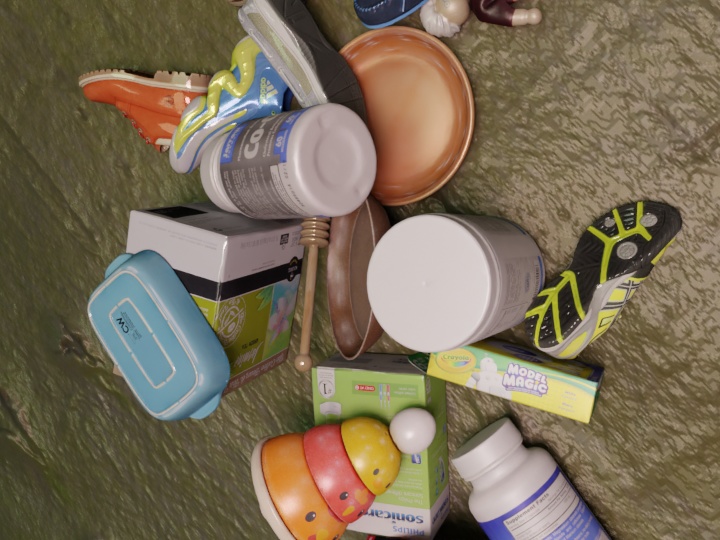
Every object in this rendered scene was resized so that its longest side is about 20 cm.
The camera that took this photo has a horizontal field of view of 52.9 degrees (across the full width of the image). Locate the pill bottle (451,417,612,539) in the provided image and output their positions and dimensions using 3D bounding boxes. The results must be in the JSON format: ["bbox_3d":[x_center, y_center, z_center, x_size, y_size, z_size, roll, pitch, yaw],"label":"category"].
[{"bbox_3d":[0.191,0.270,0.804,0.112,0.112,0.201,-40,81,23],"label":"pill bottle"}]

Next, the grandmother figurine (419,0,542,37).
[{"bbox_3d":[0.153,-0.308,0.760,0.198,0.061,0.122,-22,57,21],"label":"grandmother figurine"}]

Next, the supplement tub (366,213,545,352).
[{"bbox_3d":[0.105,0.008,0.746,0.131,0.199,0.134,1,92,29],"label":"supplement tub"}]

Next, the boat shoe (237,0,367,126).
[{"bbox_3d":[-0.063,-0.225,0.817,0.065,0.074,0.203,-28,101,40],"label":"boat shoe"}]

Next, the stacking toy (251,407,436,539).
[{"bbox_3d":[-0.007,0.208,0.793,0.199,0.146,0.147,-32,85,9],"label":"stacking toy"}]

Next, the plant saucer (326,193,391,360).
[{"bbox_3d":[0.000,0.000,0.827,0.034,0.200,0.203,0,100,-16],"label":"plant saucer"}]

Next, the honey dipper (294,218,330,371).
[{"bbox_3d":[-0.062,0.022,0.881,0.038,0.038,0.202,0,79,23],"label":"honey dipper"}]

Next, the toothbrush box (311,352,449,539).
[{"bbox_3d":[0.026,0.208,0.879,0.144,0.086,0.202,0,97,24],"label":"toothbrush box"}]

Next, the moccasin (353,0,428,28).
[{"bbox_3d":[0.065,-0.344,0.760,0.200,0.068,0.080,-45,56,-1],"label":"moccasin"}]

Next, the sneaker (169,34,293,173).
[{"bbox_3d":[-0.148,-0.187,0.888,0.105,0.076,0.201,36,97,8],"label":"sneaker"}]

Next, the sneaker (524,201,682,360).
[{"bbox_3d":[0.258,0.010,0.766,0.200,0.076,0.076,-45,45,7],"label":"sneaker"}]

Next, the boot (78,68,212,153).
[{"bbox_3d":[-0.291,-0.213,0.961,0.198,0.075,0.108,10,107,20],"label":"boot"}]

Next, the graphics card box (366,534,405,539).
[{"bbox_3d":[0.092,0.352,0.812,0.125,0.051,0.200,35,153,-15],"label":"graphics card box"}]

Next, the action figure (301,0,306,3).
[{"bbox_3d":[-0.025,-0.358,0.828,0.198,0.069,0.132,-17,86,21],"label":"action figure"}]

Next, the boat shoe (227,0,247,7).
[{"bbox_3d":[-0.161,-0.427,0.870,0.075,0.074,0.202,-6,96,23],"label":"boat shoe"}]

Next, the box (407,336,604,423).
[{"bbox_3d":[0.158,0.106,0.790,0.198,0.117,0.049,12,95,21],"label":"box"}]

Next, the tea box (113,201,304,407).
[{"bbox_3d":[-0.175,0.028,0.876,0.132,0.200,0.199,16,105,19],"label":"tea box"}]

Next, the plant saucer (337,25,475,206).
[{"bbox_3d":[0.039,-0.177,0.843,0.198,0.037,0.203,3,98,23],"label":"plant saucer"}]

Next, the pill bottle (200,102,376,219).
[{"bbox_3d":[-0.087,-0.114,0.795,0.199,0.113,0.115,2,100,48],"label":"pill bottle"}]

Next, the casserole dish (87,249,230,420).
[{"bbox_3d":[-0.223,0.074,0.773,0.121,0.039,0.201,-37,82,23],"label":"casserole dish"}]
